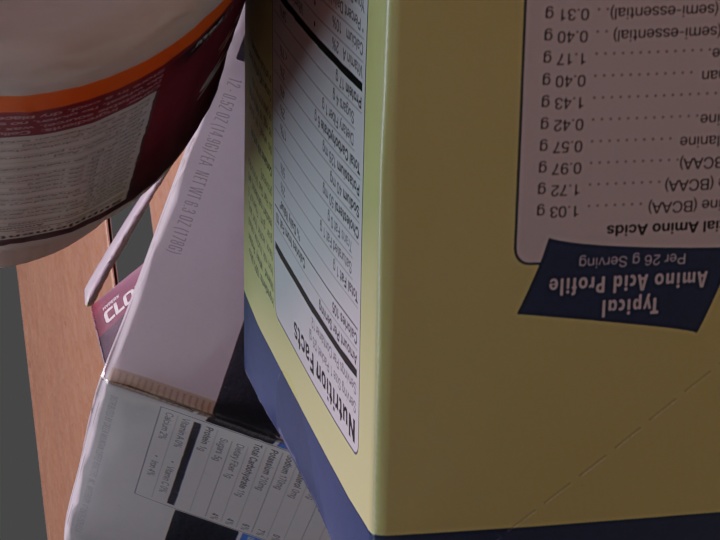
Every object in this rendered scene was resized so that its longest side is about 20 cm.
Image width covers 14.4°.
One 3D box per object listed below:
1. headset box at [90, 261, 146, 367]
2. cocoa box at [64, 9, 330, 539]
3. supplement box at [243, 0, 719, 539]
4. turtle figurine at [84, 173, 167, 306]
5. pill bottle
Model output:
[{"bbox_3d":[-0.017,0.039,1.099,0.148,0.075,0.201,-38,41,16],"label":"headset box"},{"bbox_3d":[0.000,0.000,0.927,0.134,0.131,0.201,112,177,-61],"label":"cocoa box"},{"bbox_3d":[0.083,-0.052,0.570,0.134,0.199,0.201,-122,32,-66],"label":"supplement box"},{"bbox_3d":[-0.077,-0.120,1.254,0.199,0.144,0.195,-20,47,33],"label":"turtle figurine"},{"bbox_3d":[-0.077,-0.065,0.588,0.200,0.109,0.110,125,139,-76],"label":"pill bottle"}]
